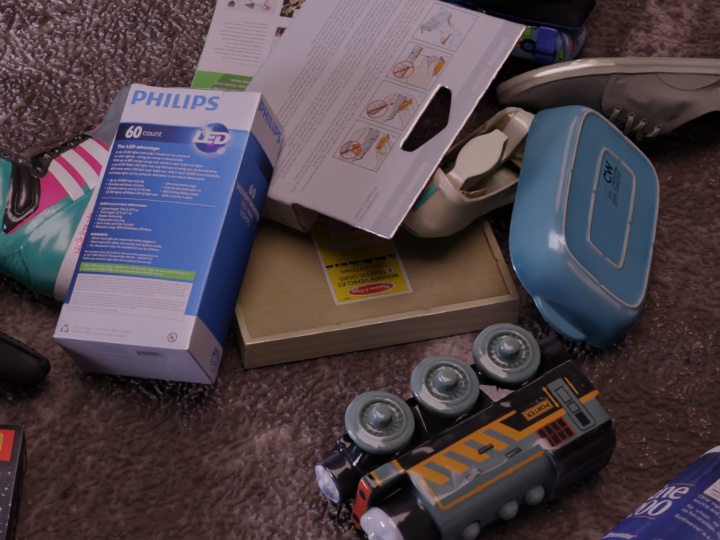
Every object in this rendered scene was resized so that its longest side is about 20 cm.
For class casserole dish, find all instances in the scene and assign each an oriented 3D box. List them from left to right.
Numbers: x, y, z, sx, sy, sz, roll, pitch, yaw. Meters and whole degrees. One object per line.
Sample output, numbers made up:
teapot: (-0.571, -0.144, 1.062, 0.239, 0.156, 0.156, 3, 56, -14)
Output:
casserole dish: (0.165, -0.037, 1.676, 0.121, 0.039, 0.200, 40, 42, -26)

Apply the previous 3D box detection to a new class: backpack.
backpack: (0.084, -0.244, 1.812, 0.200, 0.135, 0.183, 12, 15, 6)

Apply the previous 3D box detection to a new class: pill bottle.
pill bottle: (0.225, 0.177, 1.480, 0.200, 0.111, 0.111, -34, 58, -30)

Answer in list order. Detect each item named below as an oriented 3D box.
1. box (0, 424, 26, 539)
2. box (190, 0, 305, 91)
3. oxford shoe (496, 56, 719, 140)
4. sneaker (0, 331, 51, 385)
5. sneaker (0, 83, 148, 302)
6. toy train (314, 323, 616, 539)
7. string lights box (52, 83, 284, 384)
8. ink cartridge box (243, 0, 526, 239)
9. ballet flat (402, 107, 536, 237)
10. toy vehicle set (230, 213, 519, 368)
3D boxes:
box: (-0.291, 0.182, 1.498, 0.136, 0.038, 0.200, 3, 47, 0)
box: (-0.048, -0.171, 1.838, 0.144, 0.036, 0.200, 8, 46, 5)
oxford shoe: (0.197, -0.126, 1.770, 0.200, 0.075, 0.058, -1, 84, -22)
sneaker: (-0.310, 0.064, 1.591, 0.200, 0.074, 0.089, 15, 80, -12)
sneaker: (-0.227, -0.070, 1.708, 0.121, 0.084, 0.200, 18, 50, 1)
toy train: (0.071, 0.115, 1.554, 0.200, 0.085, 0.114, -27, 64, -25)
string lights box: (-0.130, -0.028, 1.631, 0.103, 0.059, 0.200, 5, 64, 21)
ink cartridge box: (0.004, -0.115, 1.700, 0.173, 0.044, 0.200, 22, 67, 27)
ballet flat: (0.099, -0.080, 1.708, 0.069, 0.070, 0.200, 28, 36, 21)
toy vehicle set: (0.000, 0.000, 1.688, 0.200, 0.027, 0.124, -9, 49, -11)
